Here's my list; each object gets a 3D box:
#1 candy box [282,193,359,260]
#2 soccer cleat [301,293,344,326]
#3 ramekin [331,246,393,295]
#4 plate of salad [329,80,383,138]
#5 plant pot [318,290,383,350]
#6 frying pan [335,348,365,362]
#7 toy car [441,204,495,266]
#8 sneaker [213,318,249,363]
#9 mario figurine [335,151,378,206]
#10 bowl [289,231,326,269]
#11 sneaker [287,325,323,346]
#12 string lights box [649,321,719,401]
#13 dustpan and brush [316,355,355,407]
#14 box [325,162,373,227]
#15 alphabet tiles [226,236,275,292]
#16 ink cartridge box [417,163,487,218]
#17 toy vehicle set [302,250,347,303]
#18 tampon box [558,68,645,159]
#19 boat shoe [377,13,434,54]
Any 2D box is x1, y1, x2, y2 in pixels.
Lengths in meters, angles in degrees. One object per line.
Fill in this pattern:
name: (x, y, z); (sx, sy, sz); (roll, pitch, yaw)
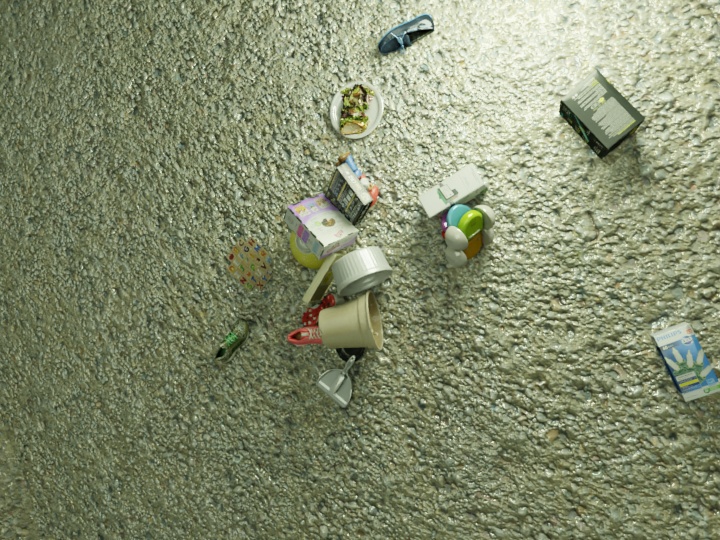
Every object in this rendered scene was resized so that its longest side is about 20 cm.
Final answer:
candy box: (-0.133, -0.151, 1.715); (0.200, 0.167, 0.072); (47, 138, 18)
soccer cleat: (-0.136, 0.144, 1.819); (0.200, 0.085, 0.069); (-40, 61, 37)
ramekin: (0.000, 0.000, 1.706); (0.200, 0.200, 0.098); (-28, 75, 16)
plate of salad: (-0.019, -0.564, 1.779); (0.199, 0.048, 0.202); (0, 91, 19)
plant pot: (-0.035, 0.181, 1.705); (0.182, 0.200, 0.202); (-11, 87, 12)
frying pan: (-0.052, 0.234, 1.808); (0.115, 0.031, 0.191); (-30, 79, 17)
toy car: (0.321, -0.127, 1.602); (0.175, 0.200, 0.150); (-37, 58, -14)
sneaker: (-0.492, 0.272, 1.924); (0.077, 0.089, 0.201); (33, 100, 15)
mario figurine: (-0.021, -0.300, 1.743); (0.106, 0.123, 0.201); (-37, 85, 18)
bowl: (-0.174, -0.104, 1.805); (0.199, 0.108, 0.202); (0, 91, 18)
sneaker: (-0.171, 0.233, 1.811); (0.199, 0.087, 0.074); (-15, 75, 20)
string lights box: (0.937, 0.262, 1.467); (0.102, 0.059, 0.201); (-26, 83, 18)
dustpan and brush: (-0.066, 0.377, 1.799); (0.139, 0.057, 0.201); (36, 101, 15)
box: (-0.045, -0.242, 1.725); (0.049, 0.200, 0.162); (-32, 79, -27)
alphabet tiles: (-0.420, -0.023, 1.940); (0.200, 0.006, 0.167); (43, 103, 13)
ink cartridge box: (0.295, -0.246, 1.628); (0.199, 0.146, 0.085); (-32, 83, 17)
toy vehicle set: (-0.121, 0.022, 1.780); (0.026, 0.124, 0.201); (34, 100, 15)
tampon box: (0.699, -0.453, 1.488); (0.126, 0.150, 0.200); (-40, 79, 15)
boat shoe: (0.152, -0.783, 1.699); (0.199, 0.084, 0.069); (-28, 71, 19)
